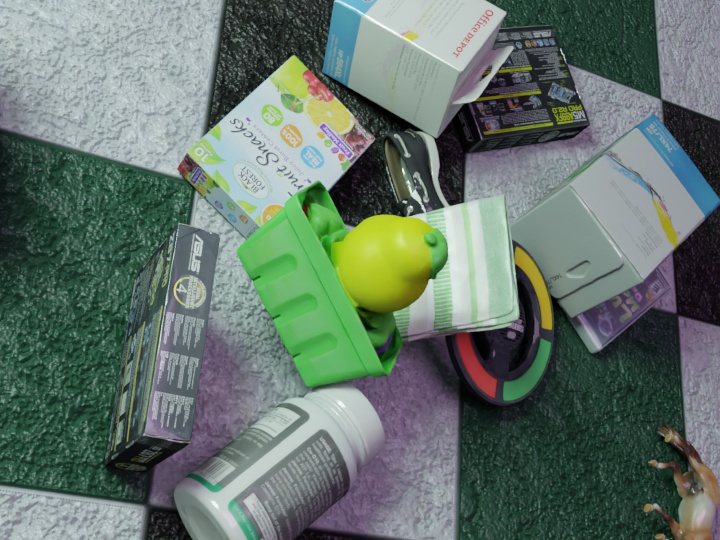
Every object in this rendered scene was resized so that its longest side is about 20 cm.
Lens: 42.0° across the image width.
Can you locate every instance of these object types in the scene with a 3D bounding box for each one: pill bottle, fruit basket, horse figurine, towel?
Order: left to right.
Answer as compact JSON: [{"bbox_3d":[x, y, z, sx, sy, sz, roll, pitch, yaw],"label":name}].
[{"bbox_3d":[-0.075,0.199,0.930,0.199,0.113,0.114,-34,88,-32],"label":"pill bottle"},{"bbox_3d":[0.000,0.000,0.952,0.216,0.215,0.156,48,15,-3],"label":"fruit basket"},{"bbox_3d":[0.075,0.004,1.058,0.023,0.198,0.154,38,44,-61],"label":"towel"},{"bbox_3d":[0.407,0.292,1.174,0.132,0.050,0.202,35,52,-25],"label":"horse figurine"}]

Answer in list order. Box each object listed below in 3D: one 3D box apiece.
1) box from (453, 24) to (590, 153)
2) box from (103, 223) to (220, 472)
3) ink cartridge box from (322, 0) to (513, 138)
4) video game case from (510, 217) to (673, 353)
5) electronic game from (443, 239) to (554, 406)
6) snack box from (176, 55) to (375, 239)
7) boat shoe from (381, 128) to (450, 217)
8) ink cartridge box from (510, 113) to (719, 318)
[{"bbox_3d":[0.206,-0.252,1.292,0.198,0.044,0.162,-12,77,-30],"label":"box"},{"bbox_3d":[-0.191,0.077,0.891,0.049,0.161,0.202,14,64,-21],"label":"box"},{"bbox_3d":[0.074,-0.272,1.152,0.199,0.126,0.129,32,58,9],"label":"ink cartridge box"},{"bbox_3d":[0.315,-0.017,1.267,0.181,0.023,0.201,-31,87,-32],"label":"video game case"},{"bbox_3d":[0.168,0.060,1.119,0.199,0.041,0.203,6,81,-43],"label":"electronic game"},{"bbox_3d":[-0.093,-0.135,1.087,0.142,0.053,0.200,44,58,-5],"label":"snack box"},{"bbox_3d":[0.070,-0.081,1.138,0.060,0.074,0.202,0,69,-26],"label":"boat shoe"},{"bbox_3d":[0.319,-0.068,1.190,0.199,0.147,0.147,-37,89,-33],"label":"ink cartridge box"}]
